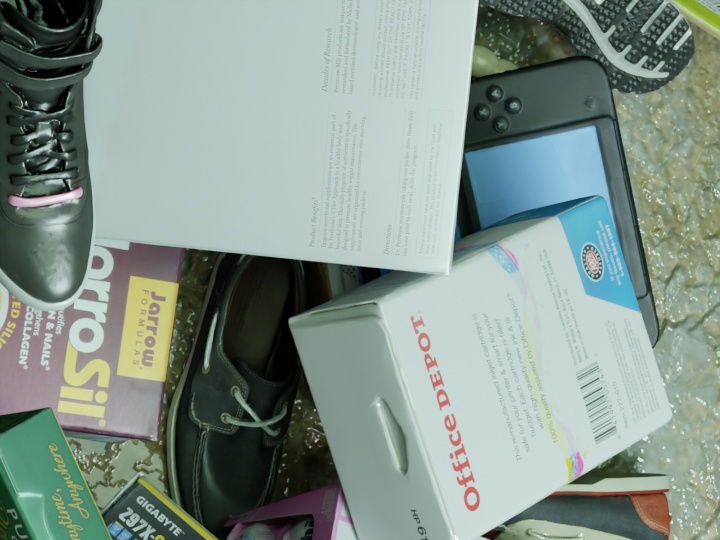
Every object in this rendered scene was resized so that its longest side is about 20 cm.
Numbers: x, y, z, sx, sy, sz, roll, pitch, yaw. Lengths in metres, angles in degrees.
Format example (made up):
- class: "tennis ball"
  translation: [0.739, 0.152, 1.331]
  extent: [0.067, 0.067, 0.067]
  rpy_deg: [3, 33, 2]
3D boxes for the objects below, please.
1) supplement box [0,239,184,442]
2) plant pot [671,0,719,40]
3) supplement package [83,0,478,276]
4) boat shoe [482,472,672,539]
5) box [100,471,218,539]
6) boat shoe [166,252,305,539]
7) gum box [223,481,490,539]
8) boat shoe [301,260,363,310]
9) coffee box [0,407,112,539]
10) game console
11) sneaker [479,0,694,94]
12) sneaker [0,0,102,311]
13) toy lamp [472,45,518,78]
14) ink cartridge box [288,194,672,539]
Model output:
- class: "supplement box"
  translation: [-0.214, 0.024, 1.237]
  extent: [0.199, 0.103, 0.131]
  rpy_deg: [9, 84, -20]
- class: "plant pot"
  translation: [0.267, -0.250, 1.383]
  extent: [0.200, 0.199, 0.182]
  rpy_deg: [29, 85, -17]
- class: "supplement package"
  translation: [-0.039, -0.121, 1.151]
  extent: [0.199, 0.147, 0.192]
  rpy_deg: [6, 116, 2]
- class: "boat shoe"
  translation: [0.111, 0.163, 1.369]
  extent: [0.199, 0.071, 0.063]
  rpy_deg: [1, 90, -24]
- class: "box"
  translation: [-0.070, 0.221, 1.213]
  extent: [0.200, 0.160, 0.049]
  rpy_deg: [39, 62, 12]
- class: "boat shoe"
  translation: [-0.072, 0.076, 1.306]
  extent: [0.072, 0.068, 0.201]
  rpy_deg: [10, 88, -20]
- class: "gum box"
  translation: [0.019, 0.193, 1.279]
  extent: [0.200, 0.113, 0.066]
  rpy_deg: [25, 61, -30]
- class: "boat shoe"
  translation: [0.000, 0.000, 1.333]
  extent: [0.069, 0.071, 0.201]
  rpy_deg: [-9, 89, -18]
- class: "coffee box"
  translation: [-0.204, 0.144, 1.182]
  extent: [0.044, 0.200, 0.123]
  rpy_deg: [-28, 97, -34]
- class: "game console"
  translation: [0.089, -0.014, 1.319]
  extent: [0.170, 0.118, 0.201]
  rpy_deg: [-12, 104, 6]
- class: "sneaker"
  translation: [0.140, -0.186, 1.395]
  extent: [0.200, 0.080, 0.074]
  rpy_deg: [31, 116, -32]
- class: "sneaker"
  translation: [-0.161, -0.079, 1.051]
  extent: [0.071, 0.099, 0.201]
  rpy_deg: [-8, 92, -22]
- class: "toy lamp"
  translation: [0.073, -0.135, 1.375]
  extent: [0.200, 0.058, 0.058]
  rpy_deg: [26, 79, -16]
- class: "ink cartridge box"
  translation: [0.071, 0.058, 1.224]
  extent: [0.200, 0.085, 0.145]
  rpy_deg: [-24, 99, -42]
